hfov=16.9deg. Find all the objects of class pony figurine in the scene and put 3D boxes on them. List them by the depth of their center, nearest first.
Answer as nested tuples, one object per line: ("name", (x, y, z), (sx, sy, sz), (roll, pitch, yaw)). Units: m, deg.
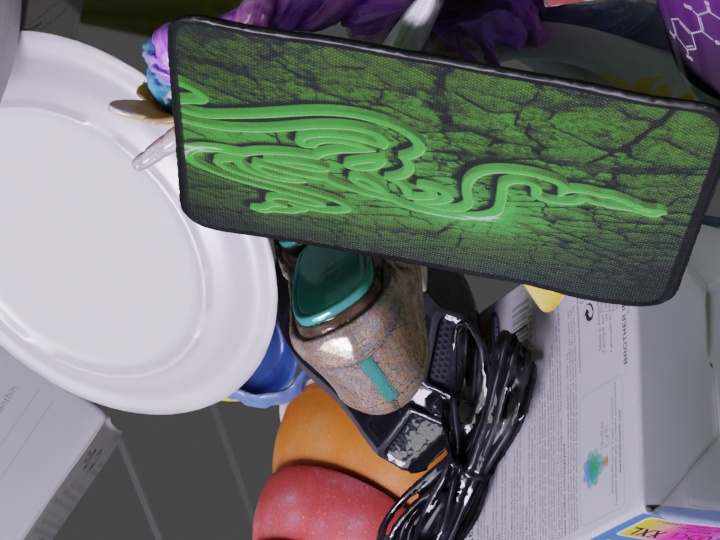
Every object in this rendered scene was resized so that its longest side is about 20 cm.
("pony figurine", (0.025, -0.089, 0.923), (0.199, 0.167, 0.194), (19, 122, -23))

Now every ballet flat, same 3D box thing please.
("ballet flat", (0.000, 0.000, 1.040), (0.068, 0.200, 0.067), (-29, 114, 17))

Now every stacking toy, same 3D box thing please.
("stacking toy", (-0.018, 0.159, 1.239), (0.145, 0.200, 0.147), (23, 146, 17))

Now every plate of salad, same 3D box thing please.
("plate of salad", (-0.120, -0.023, 1.092), (0.199, 0.048, 0.201), (16, 130, 21))

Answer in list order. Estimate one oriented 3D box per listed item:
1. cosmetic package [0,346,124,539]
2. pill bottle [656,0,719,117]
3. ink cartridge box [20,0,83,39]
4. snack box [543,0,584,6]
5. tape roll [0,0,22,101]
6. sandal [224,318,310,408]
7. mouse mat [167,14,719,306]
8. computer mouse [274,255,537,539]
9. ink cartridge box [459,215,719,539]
("cosmetic package", (-0.263, 0.098, 1.370), (0.199, 0.167, 0.167), (34, 173, 1))
("pill bottle", (0.147, -0.124, 0.805), (0.112, 0.113, 0.201), (9, 140, 34))
("ink cartridge box", (-0.195, -0.121, 1.131), (0.116, 0.068, 0.201), (27, 127, 11))
("snack box", (0.053, -0.180, 0.761), (0.024, 0.201, 0.072), (-6, 143, -5))
("tape roll", (-0.253, -0.124, 0.989), (0.138, 0.203, 0.203), (-2, 133, 31))
("sandal", (-0.085, 0.003, 1.189), (0.200, 0.080, 0.087), (40, 173, -34))
("mouse mat", (0.028, -0.036, 0.884), (0.198, 0.008, 0.161), (11, 155, 3))
("computer mouse", (0.022, 0.041, 1.119), (0.200, 0.052, 0.139), (55, 129, 44))
("ink cartridge box", (0.101, 0.071, 1.066), (0.076, 0.138, 0.200), (11, 155, -24))
